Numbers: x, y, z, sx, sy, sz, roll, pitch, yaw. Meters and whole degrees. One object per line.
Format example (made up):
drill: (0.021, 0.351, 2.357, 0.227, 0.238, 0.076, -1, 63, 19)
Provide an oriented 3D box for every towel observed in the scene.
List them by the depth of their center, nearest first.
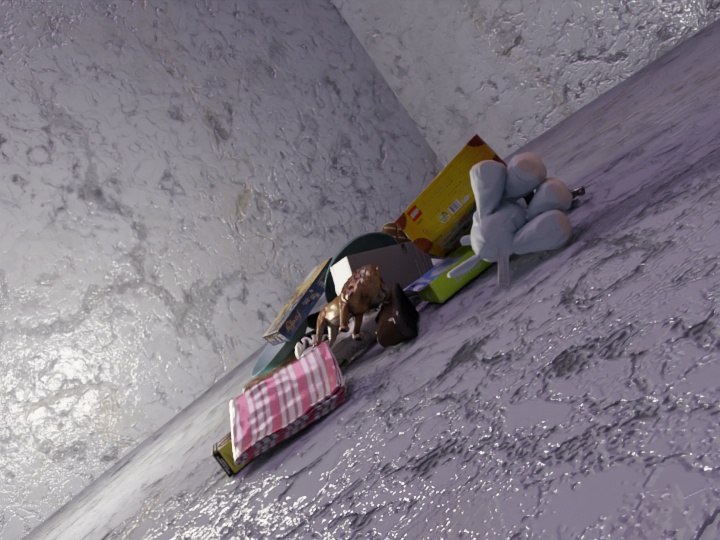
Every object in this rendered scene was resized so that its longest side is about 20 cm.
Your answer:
towel: (-0.120, 0.199, 0.891, 0.198, 0.030, 0.147, -31, 28, -2)

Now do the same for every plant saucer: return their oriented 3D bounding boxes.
plant saucer: (0.000, 0.000, 1.219, 0.199, 0.201, 0.036, -37, 47, -11)
plant saucer: (-0.173, 0.169, 1.297, 0.201, 0.039, 0.201, -48, 12, 14)

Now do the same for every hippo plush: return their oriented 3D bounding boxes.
hippo plush: (0.232, -0.062, 0.865, 0.161, 0.156, 0.204, 35, -113, -76)

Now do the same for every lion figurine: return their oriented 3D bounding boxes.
lion figurine: (-0.035, 0.075, 0.998, 0.199, 0.072, 0.124, -31, 43, 39)

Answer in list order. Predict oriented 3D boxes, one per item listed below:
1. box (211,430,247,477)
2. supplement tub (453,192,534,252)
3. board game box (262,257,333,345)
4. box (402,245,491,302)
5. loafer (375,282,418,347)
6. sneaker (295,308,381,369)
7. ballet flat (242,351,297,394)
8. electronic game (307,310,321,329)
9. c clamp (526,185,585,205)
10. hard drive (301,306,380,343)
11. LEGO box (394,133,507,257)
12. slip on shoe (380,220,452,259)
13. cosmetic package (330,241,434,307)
box: (-0.152, 0.251, 0.945, 0.199, 0.050, 0.075, -37, 3, -14)
supplement tub: (0.262, -0.114, 1.177, 0.199, 0.108, 0.107, -36, 4, 6)
board game box: (-0.129, 0.070, 1.249, 0.201, 0.034, 0.135, -55, 12, -23)
box: (0.178, -0.005, 1.035, 0.199, 0.048, 0.122, -36, 3, -8)
loafer: (0.053, 0.077, 0.986, 0.070, 0.074, 0.200, -34, 4, 11)
sneaker: (-0.025, 0.142, 1.075, 0.198, 0.076, 0.081, -28, 35, 0)
ballet flat: (-0.155, 0.229, 1.205, 0.199, 0.071, 0.065, -33, 41, -31)
electronic game: (-0.047, 0.103, 1.386, 0.196, 0.042, 0.200, -14, -9, -2)
c clamp: (0.298, -0.112, 0.999, 0.197, 0.028, 0.170, -18, -1, 28)
hard drive: (-0.054, 0.134, 1.294, 0.138, 0.033, 0.200, -16, -8, -30)
LEGO box: (0.174, -0.122, 1.000, 0.200, 0.077, 0.148, -47, -19, 15)
slip on shoe: (0.146, -0.069, 1.323, 0.196, 0.078, 0.060, 9, 4, 16)
cosmetic package: (0.049, 0.012, 1.147, 0.198, 0.109, 0.090, -15, -9, -34)
